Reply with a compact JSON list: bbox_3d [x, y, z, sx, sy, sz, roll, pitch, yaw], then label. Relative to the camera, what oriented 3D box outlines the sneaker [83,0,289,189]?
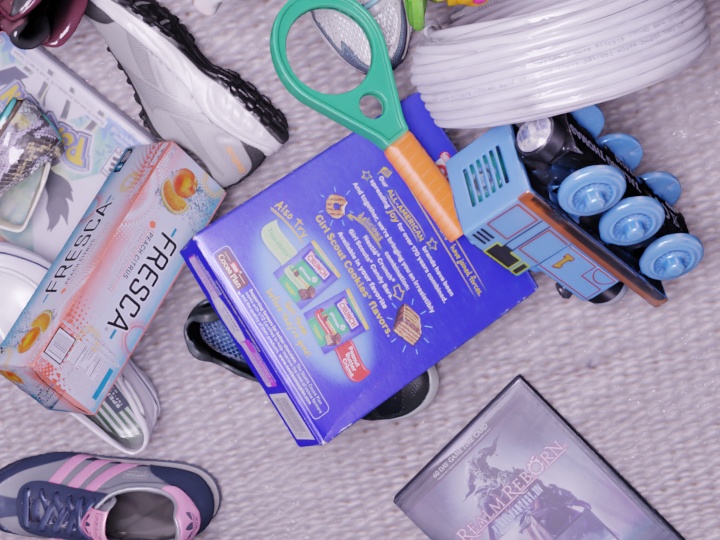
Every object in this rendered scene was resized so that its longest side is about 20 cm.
[{"bbox_3d":[-0.148,-0.142,1.027,0.200,0.074,0.079,44,107,-2],"label":"sneaker"}]

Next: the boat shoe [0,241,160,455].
[{"bbox_3d":[-0.221,0.059,1.042,0.073,0.067,0.200,-43,113,7],"label":"boat shoe"}]

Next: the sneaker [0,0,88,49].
[{"bbox_3d":[-0.268,-0.188,0.982,0.199,0.076,0.116,-28,52,16],"label":"sneaker"}]

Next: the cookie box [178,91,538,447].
[{"bbox_3d":[0.000,0.000,0.987,0.199,0.075,0.172,-33,94,-18],"label":"cookie box"}]

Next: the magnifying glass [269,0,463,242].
[{"bbox_3d":[0.012,-0.106,0.956,0.079,0.022,0.201,-38,91,-18],"label":"magnifying glass"}]

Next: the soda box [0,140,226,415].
[{"bbox_3d":[-0.180,0.004,0.997,0.064,0.068,0.201,45,61,-32],"label":"soda box"}]

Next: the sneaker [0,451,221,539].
[{"bbox_3d":[-0.214,0.185,1.086,0.197,0.082,0.071,-4,100,8],"label":"sneaker"}]

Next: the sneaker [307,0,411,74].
[{"bbox_3d":[-0.022,-0.234,0.985,0.077,0.086,0.202,-20,97,10],"label":"sneaker"}]

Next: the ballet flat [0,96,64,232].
[{"bbox_3d":[-0.294,-0.038,1.047,0.072,0.072,0.200,43,104,-1],"label":"ballet flat"}]

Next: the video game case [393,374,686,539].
[{"bbox_3d":[0.144,0.200,1.074,0.200,0.019,0.143,44,102,-2],"label":"video game case"}]

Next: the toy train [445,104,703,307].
[{"bbox_3d":[0.152,-0.038,0.955,0.114,0.087,0.199,-32,138,27],"label":"toy train"}]

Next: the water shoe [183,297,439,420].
[{"bbox_3d":[-0.040,0.074,1.045,0.198,0.079,0.072,15,102,5],"label":"water shoe"}]

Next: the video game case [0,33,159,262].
[{"bbox_3d":[-0.285,-0.089,1.078,0.199,0.022,0.183,38,103,0],"label":"video game case"}]

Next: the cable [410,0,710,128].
[{"bbox_3d":[0.129,-0.147,0.906,0.198,0.200,0.070,-13,105,18],"label":"cable"}]

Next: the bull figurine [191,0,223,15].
[{"bbox_3d":[-0.097,-0.279,0.964,0.064,0.121,0.203,-1,98,-20],"label":"bull figurine"}]

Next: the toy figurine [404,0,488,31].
[{"bbox_3d":[0.113,-0.239,0.911,0.182,0.201,0.151,-8,124,2],"label":"toy figurine"}]
